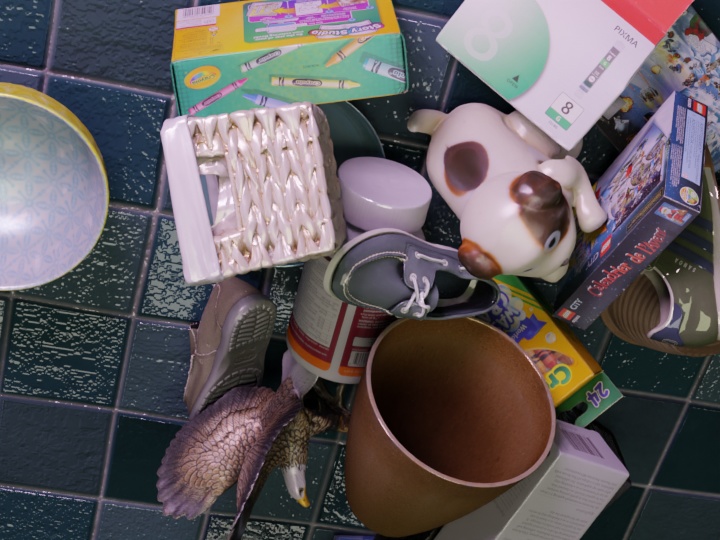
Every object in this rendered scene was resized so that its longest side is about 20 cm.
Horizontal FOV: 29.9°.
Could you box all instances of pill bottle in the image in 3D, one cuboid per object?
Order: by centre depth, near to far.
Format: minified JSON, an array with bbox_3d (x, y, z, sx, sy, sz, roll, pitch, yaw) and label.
[{"bbox_3d":[0.000,0.000,1.289,0.109,0.110,0.201,9,122,-11],"label":"pill bottle"}]

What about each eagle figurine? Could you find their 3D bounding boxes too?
[{"bbox_3d":[-0.094,0.177,1.347,0.200,0.151,0.152,-22,154,-31],"label":"eagle figurine"}]

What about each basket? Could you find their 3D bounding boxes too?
[{"bbox_3d":[-0.082,-0.067,1.127,0.123,0.200,0.136,-9,94,3],"label":"basket"}]

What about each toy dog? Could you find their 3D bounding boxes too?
[{"bbox_3d":[0.138,-0.072,1.235,0.139,0.200,0.194,-41,118,18],"label":"toy dog"}]

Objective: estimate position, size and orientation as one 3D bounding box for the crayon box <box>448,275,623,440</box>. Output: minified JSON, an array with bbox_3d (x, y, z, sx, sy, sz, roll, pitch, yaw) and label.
[{"bbox_3d":[0.150,0.087,1.355,0.126,0.052,0.200,-42,78,16],"label":"crayon box"}]

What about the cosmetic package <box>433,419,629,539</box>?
[{"bbox_3d":[0.161,0.244,1.337,0.101,0.071,0.200,22,111,-34],"label":"cosmetic package"}]

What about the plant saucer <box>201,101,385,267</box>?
[{"bbox_3d":[-0.075,-0.094,1.302,0.199,0.027,0.201,-3,122,-5],"label":"plant saucer"}]

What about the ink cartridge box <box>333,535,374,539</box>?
[{"bbox_3d":[0.061,0.387,1.589,0.199,0.076,0.137,5,122,-7],"label":"ink cartridge box"}]

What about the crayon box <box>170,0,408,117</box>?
[{"bbox_3d":[-0.064,-0.194,1.185,0.199,0.119,0.058,-7,123,-1],"label":"crayon box"}]

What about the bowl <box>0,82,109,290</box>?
[{"bbox_3d":[-0.325,-0.093,1.228,0.199,0.108,0.201,-2,122,-4],"label":"bowl"}]

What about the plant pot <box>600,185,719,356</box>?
[{"bbox_3d":[0.340,0.021,1.356,0.200,0.093,0.201,-8,134,-9],"label":"plant pot"}]

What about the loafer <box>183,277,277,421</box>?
[{"bbox_3d":[-0.139,0.081,1.390,0.075,0.070,0.200,-10,140,-36],"label":"loafer"}]

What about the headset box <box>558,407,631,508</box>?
[{"bbox_3d":[0.161,0.212,1.480,0.200,0.093,0.174,36,112,-24],"label":"headset box"}]

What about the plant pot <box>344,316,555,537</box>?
[{"bbox_3d":[0.062,0.170,1.295,0.186,0.187,0.200,13,140,-13],"label":"plant pot"}]

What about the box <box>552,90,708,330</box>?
[{"bbox_3d":[0.249,-0.053,1.256,0.038,0.137,0.200,23,141,-10],"label":"box"}]

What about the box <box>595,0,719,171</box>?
[{"bbox_3d":[0.288,-0.171,1.282,0.137,0.040,0.200,-37,119,18],"label":"box"}]

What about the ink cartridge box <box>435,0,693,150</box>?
[{"bbox_3d":[0.190,-0.232,1.197,0.161,0.050,0.200,39,116,0],"label":"ink cartridge box"}]

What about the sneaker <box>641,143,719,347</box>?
[{"bbox_3d":[0.294,-0.025,1.264,0.090,0.067,0.201,-8,83,6],"label":"sneaker"}]

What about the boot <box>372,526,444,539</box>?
[{"bbox_3d":[0.114,0.283,1.424,0.138,0.078,0.200,34,113,-28],"label":"boot"}]

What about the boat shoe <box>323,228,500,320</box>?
[{"bbox_3d":[0.051,0.010,1.205,0.200,0.062,0.073,5,113,-48],"label":"boat shoe"}]
